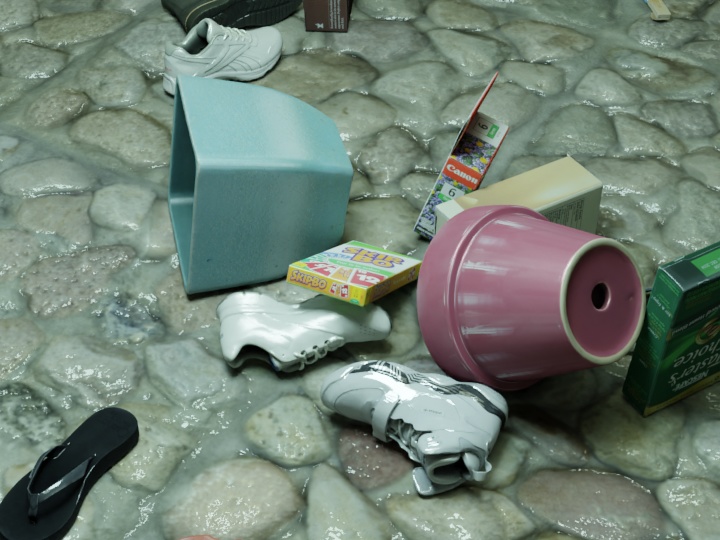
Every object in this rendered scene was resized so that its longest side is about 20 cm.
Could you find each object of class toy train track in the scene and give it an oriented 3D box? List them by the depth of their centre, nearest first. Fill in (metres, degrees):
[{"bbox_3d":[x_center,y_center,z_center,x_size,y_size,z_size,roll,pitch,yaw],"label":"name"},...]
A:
[{"bbox_3d":[0.446,-0.457,2.118,0.115,0.033,0.200,-4,46,-15],"label":"toy train track"}]

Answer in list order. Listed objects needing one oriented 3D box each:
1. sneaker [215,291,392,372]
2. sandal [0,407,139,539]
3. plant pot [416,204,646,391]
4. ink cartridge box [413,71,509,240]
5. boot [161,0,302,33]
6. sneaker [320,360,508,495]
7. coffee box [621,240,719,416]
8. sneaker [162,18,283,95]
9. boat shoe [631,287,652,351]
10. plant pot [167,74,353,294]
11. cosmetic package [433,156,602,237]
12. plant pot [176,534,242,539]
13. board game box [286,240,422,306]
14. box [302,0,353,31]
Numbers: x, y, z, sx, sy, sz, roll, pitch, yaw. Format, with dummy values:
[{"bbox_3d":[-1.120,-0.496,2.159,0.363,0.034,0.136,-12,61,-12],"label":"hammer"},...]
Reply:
[{"bbox_3d":[-0.063,0.075,1.484,0.200,0.075,0.087,-2,57,2],"label":"sneaker"},{"bbox_3d":[-0.303,0.204,1.342,0.076,0.043,0.200,16,43,19],"label":"sandal"},{"bbox_3d":[0.187,0.030,1.373,0.200,0.200,0.179,-33,20,-32],"label":"plant pot"},{"bbox_3d":[0.134,-0.133,1.608,0.050,0.200,0.109,29,45,3],"label":"ink cartridge box"},{"bbox_3d":[-0.205,-0.435,2.072,0.200,0.078,0.138,-21,39,-23],"label":"boot"},{"bbox_3d":[0.049,0.162,1.360,0.200,0.075,0.115,9,39,7],"label":"sneaker"},{"bbox_3d":[0.350,0.058,1.382,0.123,0.200,0.044,-20,50,-24],"label":"coffee box"},{"bbox_3d":[-0.197,-0.325,1.917,0.200,0.099,0.078,-28,47,-28],"label":"sneaker"},{"bbox_3d":[0.371,0.041,1.507,0.200,0.062,0.075,-7,39,-7],"label":"boat shoe"},{"bbox_3d":[-0.120,-0.107,1.602,0.200,0.197,0.196,-2,39,-16],"label":"plant pot"},{"bbox_3d":[0.189,-0.053,1.590,0.200,0.105,0.071,-20,45,-24],"label":"cosmetic package"},{"bbox_3d":[-0.133,0.338,1.084,0.200,0.201,0.195,3,32,5],"label":"plant pot"},{"bbox_3d":[0.000,0.000,1.525,0.095,0.030,0.200,17,13,19],"label":"board game box"},{"bbox_3d":[-0.046,-0.471,2.087,0.075,0.100,0.200,4,41,5],"label":"box"}]
